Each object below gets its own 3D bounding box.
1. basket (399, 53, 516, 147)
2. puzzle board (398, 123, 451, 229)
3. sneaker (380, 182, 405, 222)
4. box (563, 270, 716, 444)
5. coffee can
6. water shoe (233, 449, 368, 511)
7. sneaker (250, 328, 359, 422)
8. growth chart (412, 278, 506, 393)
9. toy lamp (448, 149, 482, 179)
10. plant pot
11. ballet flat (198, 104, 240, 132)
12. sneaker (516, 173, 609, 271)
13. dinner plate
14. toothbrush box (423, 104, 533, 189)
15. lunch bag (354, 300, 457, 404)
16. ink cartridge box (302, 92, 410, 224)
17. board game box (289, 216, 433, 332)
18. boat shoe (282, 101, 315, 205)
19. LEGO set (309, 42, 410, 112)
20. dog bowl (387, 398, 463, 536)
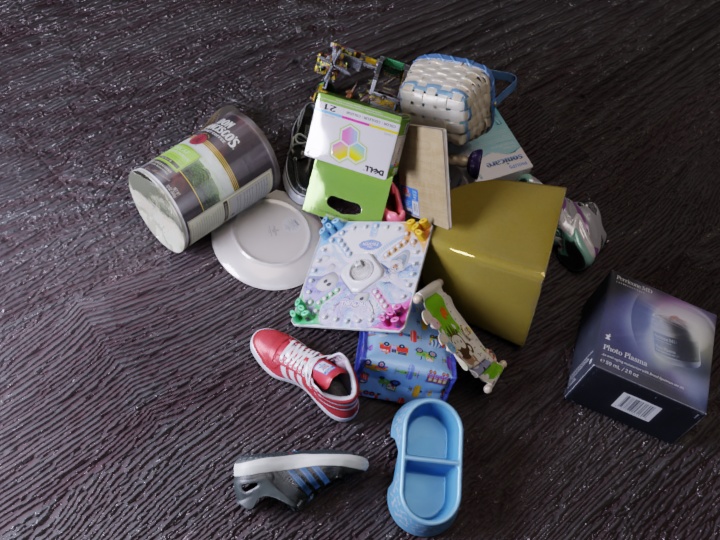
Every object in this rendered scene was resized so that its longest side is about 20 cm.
[{"bbox_3d":[0.158,-0.306,1.656,0.174,0.141,0.201,17,46,25],"label":"basket"},{"bbox_3d":[0.103,-0.157,1.546,0.017,0.200,0.154,-9,104,-17],"label":"puzzle board"},{"bbox_3d":[0.035,-0.144,1.655,0.073,0.087,0.202,-13,62,-23],"label":"sneaker"},{"bbox_3d":[0.461,0.139,1.572,0.197,0.124,0.200,22,53,-1],"label":"box"},{"bbox_3d":[-0.247,-0.143,1.532,0.199,0.147,0.146,-37,73,-28],"label":"coffee can"},{"bbox_3d":[-0.084,0.299,1.363,0.196,0.071,0.081,0,85,-17],"label":"water shoe"},{"bbox_3d":[-0.080,0.140,1.421,0.199,0.113,0.072,35,69,9],"label":"sneaker"},{"bbox_3d":[0.156,0.101,1.498,0.201,0.018,0.145,53,25,-5],"label":"growth chart"},{"bbox_3d":[0.110,-0.198,1.654,0.196,0.059,0.059,13,54,9],"label":"toy lamp"},{"bbox_3d":[0.209,-0.030,1.574,0.197,0.197,0.196,16,54,9],"label":"plant pot"},{"bbox_3d":[-0.272,-0.208,1.642,0.067,0.046,0.201,45,58,-22],"label":"ballet flat"},{"bbox_3d":[0.373,-0.109,1.734,0.139,0.078,0.201,-36,90,-36],"label":"sneaker"},{"bbox_3d":[-0.148,-0.059,1.590,0.196,0.024,0.203,8,56,-12],"label":"dinner plate"},{"bbox_3d":[0.199,-0.224,1.753,0.144,0.086,0.202,-18,64,-24],"label":"toothbrush box"},{"bbox_3d":[0.073,0.104,1.515,0.148,0.095,0.202,12,46,-5],"label":"lunch bag"},{"bbox_3d":[-0.016,-0.170,1.554,0.145,0.204,0.076,17,13,10],"label":"ink cartridge box"},{"bbox_3d":[0.000,0.000,1.513,0.197,0.026,0.203,2,57,26],"label":"board game box"},{"bbox_3d":[-0.090,-0.207,1.669,0.072,0.068,0.202,14,53,-9],"label":"boat shoe"},{"bbox_3d":[-0.001,-0.312,1.714,0.197,0.155,0.117,25,37,-7],"label":"LEGO set"},{"bbox_3d":[0.100,0.282,1.399,0.109,0.050,0.204,8,69,-8],"label":"dog bowl"}]
